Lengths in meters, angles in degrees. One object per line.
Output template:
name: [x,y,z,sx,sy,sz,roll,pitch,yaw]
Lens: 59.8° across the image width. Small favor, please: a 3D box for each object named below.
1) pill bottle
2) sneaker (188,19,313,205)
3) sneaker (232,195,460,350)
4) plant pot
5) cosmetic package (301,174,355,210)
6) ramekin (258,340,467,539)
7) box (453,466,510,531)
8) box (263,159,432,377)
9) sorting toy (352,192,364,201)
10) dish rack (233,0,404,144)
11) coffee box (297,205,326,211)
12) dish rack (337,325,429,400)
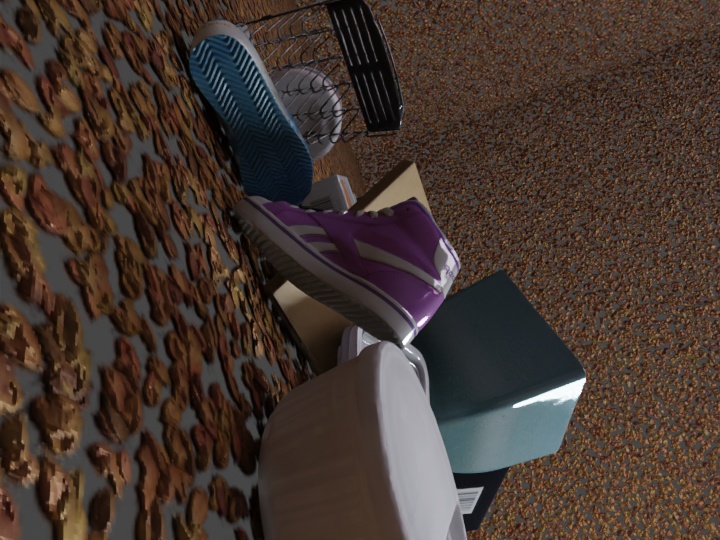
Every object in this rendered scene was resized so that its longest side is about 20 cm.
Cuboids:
pill bottle: [-0.081,-0.216,0.840,0.200,0.113,0.114,-96,166,-69]
sneaker: [-0.101,-0.148,0.617,0.081,0.076,0.201,-106,176,-49]
sneaker: [-0.009,-0.028,0.535,0.200,0.114,0.073,33,-19,20]
plant pot: [0.145,0.154,0.846,0.197,0.199,0.196,88,-21,-46]
cosmetic package: [-0.046,-0.101,1.049,0.200,0.071,0.102,-75,146,-82]
ramekin: [0.006,0.160,0.439,0.202,0.094,0.203,-19,90,-78]
box: [0.133,0.275,0.993,0.201,0.117,0.197,-103,-163,-47]
box: [0.007,0.007,0.649,0.021,0.200,0.164,28,-27,42]
sorting toy: [0.033,-0.163,2.116,0.199,0.069,0.201,-3,75,-85]
dish rack: [-0.054,-0.191,0.639,0.055,0.199,0.154,-49,130,-37]
coffee box: [-0.012,0.010,0.752,0.044,0.122,0.200,-62,149,-30]
dish rack: [0.021,0.160,0.635,0.172,0.043,0.201,40,45,-50]
